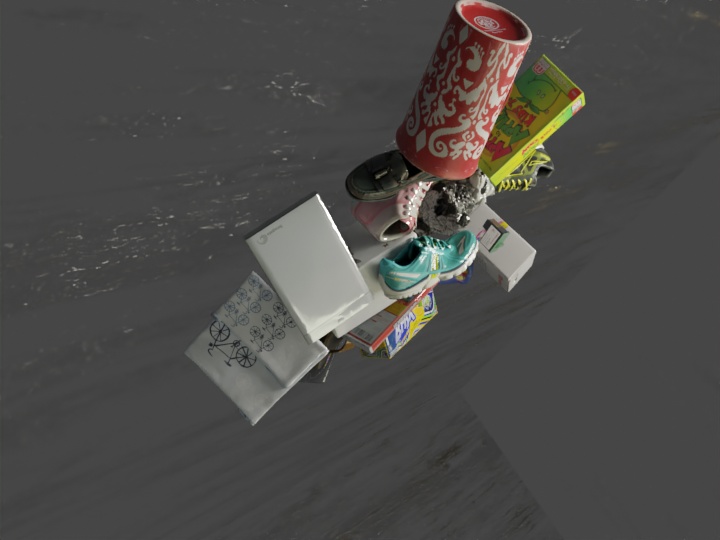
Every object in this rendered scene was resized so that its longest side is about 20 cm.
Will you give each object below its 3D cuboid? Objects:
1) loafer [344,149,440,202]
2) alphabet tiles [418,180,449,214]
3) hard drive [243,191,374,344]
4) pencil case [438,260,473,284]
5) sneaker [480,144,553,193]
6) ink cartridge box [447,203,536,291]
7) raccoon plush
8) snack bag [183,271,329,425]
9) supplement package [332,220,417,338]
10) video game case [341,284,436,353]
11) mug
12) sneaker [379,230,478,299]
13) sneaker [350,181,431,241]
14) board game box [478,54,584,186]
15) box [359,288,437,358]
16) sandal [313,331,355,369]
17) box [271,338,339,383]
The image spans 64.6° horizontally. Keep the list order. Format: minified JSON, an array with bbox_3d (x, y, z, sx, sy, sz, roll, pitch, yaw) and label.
[{"bbox_3d":[0.069,-0.163,0.878,0.197,0.073,0.063,-20,168,-22],"label":"loafer"},{"bbox_3d":[0.131,-0.142,1.112,0.200,0.015,0.194,-47,158,23],"label":"alphabet tiles"},{"bbox_3d":[-0.076,-0.001,0.889,0.131,0.027,0.202,-32,113,-9],"label":"hard drive"},{"bbox_3d":[0.136,-0.013,1.187,0.195,0.088,0.079,1,124,-5],"label":"pencil case"},{"bbox_3d":[0.322,-0.201,1.188,0.198,0.085,0.075,-32,157,-12],"label":"sneaker"},{"bbox_3d":[0.266,-0.063,1.194,0.084,0.200,0.145,-44,163,3],"label":"ink cartridge box"},{"bbox_3d":[0.162,-0.133,1.097,0.198,0.098,0.134,-17,-163,50],"label":"raccoon plush"},{"bbox_3d":[-0.183,0.135,0.969,0.200,0.189,0.021,-43,-176,9],"label":"snack bag"},{"bbox_3d":[0.000,0.000,1.014,0.198,0.117,0.119,-31,132,-13],"label":"supplement package"},{"bbox_3d":[0.033,0.053,1.047,0.200,0.142,0.018,-43,134,-25],"label":"video game case"},{"bbox_3d":[0.146,-0.260,0.794,0.179,0.131,0.202,-60,174,-44],"label":"mug"},{"bbox_3d":[0.117,-0.022,0.955,0.197,0.077,0.081,-27,117,-22],"label":"sneaker"},{"bbox_3d":[0.086,-0.125,0.953,0.199,0.105,0.076,-37,146,1],"label":"sneaker"},{"bbox_3d":[0.273,-0.256,0.983,0.200,0.102,0.047,-43,157,14],"label":"board game box"},{"bbox_3d":[0.073,0.095,1.106,0.069,0.066,0.199,-5,-161,37],"label":"box"},{"bbox_3d":[-0.017,0.115,1.091,0.200,0.054,0.083,-42,157,-32],"label":"sandal"},{"bbox_3d":[-0.130,0.140,1.097,0.199,0.104,0.125,27,82,-66],"label":"box"}]
